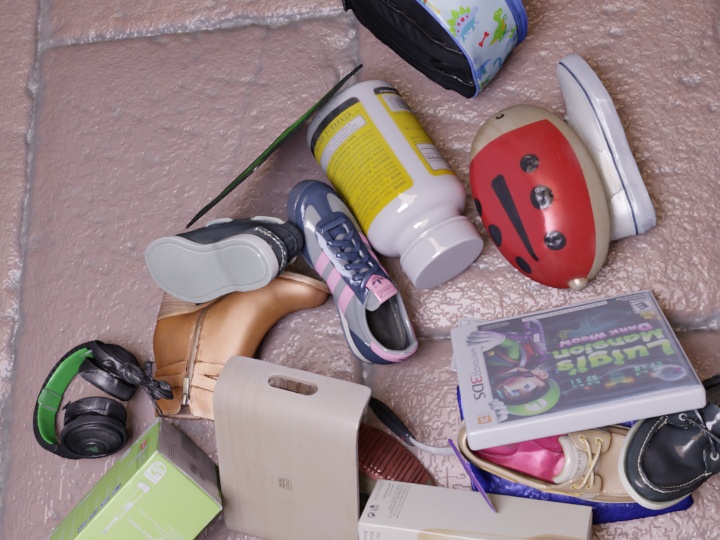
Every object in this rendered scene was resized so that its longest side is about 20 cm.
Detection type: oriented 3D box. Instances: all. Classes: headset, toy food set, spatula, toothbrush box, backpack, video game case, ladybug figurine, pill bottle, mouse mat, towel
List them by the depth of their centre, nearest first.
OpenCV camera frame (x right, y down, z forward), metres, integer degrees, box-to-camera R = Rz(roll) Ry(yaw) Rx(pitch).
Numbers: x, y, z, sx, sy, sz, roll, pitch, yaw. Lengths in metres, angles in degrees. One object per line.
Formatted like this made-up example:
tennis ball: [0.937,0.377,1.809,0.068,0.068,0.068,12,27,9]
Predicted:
video game case: [0.186,0.084,0.970,0.199,0.182,0.023,-11,116,5]
spatula: [0.061,0.160,1.001,0.021,0.057,0.200,-41,35,-16]
toy food set: [-0.056,0.180,1.002,0.143,0.201,0.060,11,33,21]
towel: [0.197,0.162,1.002,0.199,0.050,0.148,-10,86,11]
toothbrush box: [-0.230,0.251,1.025,0.086,0.146,0.200,45,86,-10]
ladybug figurine: [0.165,-0.069,1.041,0.136,0.072,0.200,-46,62,42]
mouse mat: [-0.087,-0.125,1.080,0.008,0.161,0.200,48,52,-9]
pill bottle: [0.037,-0.085,1.084,0.111,0.111,0.200,-33,68,3]
headset: [-0.269,0.124,1.090,0.199,0.094,0.124,-7,59,36]
backpack: [0.082,-0.290,1.098,0.147,0.183,0.200,-45,74,-1]

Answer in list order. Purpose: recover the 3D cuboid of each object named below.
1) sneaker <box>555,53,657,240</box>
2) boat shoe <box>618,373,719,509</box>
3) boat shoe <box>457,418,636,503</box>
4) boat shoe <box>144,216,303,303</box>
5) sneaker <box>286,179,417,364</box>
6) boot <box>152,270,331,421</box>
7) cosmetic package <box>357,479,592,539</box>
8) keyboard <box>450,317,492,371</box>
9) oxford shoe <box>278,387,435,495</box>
sneaker: [0.225,-0.122,1.068,0.071,0.073,0.201,-20,70,4]
boat shoe: [0.295,0.133,0.917,0.199,0.066,0.075,-20,68,-38]
boat shoe: [0.180,0.167,0.945,0.199,0.069,0.074,6,88,12]
boat shoe: [-0.136,-0.013,1.064,0.200,0.076,0.060,2,29,43]
sneaker: [0.000,0.000,1.038,0.070,0.082,0.200,-35,106,-25]
boot: [-0.122,0.079,1.100,0.199,0.074,0.155,-5,71,26]
cosmetic package: [0.103,0.259,0.963,0.199,0.071,0.106,3,115,16]
keyboard: [0.190,0.083,1.049,0.199,0.011,0.057,6,75,16]
oxford shoe: [-0.020,0.188,1.054,0.200,0.071,0.074,28,113,16]
